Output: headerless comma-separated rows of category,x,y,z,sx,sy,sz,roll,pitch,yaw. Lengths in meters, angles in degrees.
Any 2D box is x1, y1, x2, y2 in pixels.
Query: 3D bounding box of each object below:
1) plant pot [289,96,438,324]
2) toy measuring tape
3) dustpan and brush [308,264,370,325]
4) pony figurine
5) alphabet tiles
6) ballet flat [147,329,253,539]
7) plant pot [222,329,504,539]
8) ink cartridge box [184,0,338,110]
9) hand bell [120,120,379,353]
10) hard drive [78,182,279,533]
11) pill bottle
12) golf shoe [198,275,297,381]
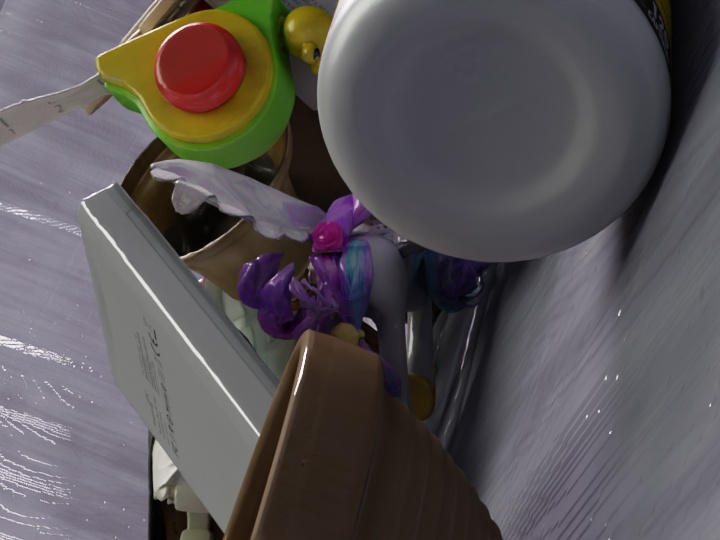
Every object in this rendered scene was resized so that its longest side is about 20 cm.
plant pot,-0.014,-0.086,1.231,0.200,0.174,0.201,-162,90,-86
toy measuring tape,-0.100,-0.067,1.004,0.074,0.199,0.074,-23,-90,-82
dustpan and brush,-0.017,0.052,1.355,0.140,0.057,0.200,59,-175,31
pony figurine,0.000,0.000,0.963,0.193,0.166,0.201,-44,-41,-79
alphabet tiles,-0.071,-0.161,1.091,0.200,0.015,0.196,-46,5,28
ballet flat,-0.074,0.127,1.065,0.068,0.068,0.201,-67,-22,-84
plant pot,-0.005,0.126,0.650,0.201,0.092,0.202,-163,90,-87
ink cartridge box,0.014,-0.169,1.093,0.176,0.084,0.200,-45,0,37
hand bell,-0.028,0.015,1.094,0.104,0.200,0.104,-22,42,21
hard drive,-0.053,0.071,0.905,0.026,0.200,0.132,-28,-36,-19
pill bottle,0.051,-0.098,0.745,0.200,0.112,0.112,-77,6,-57
golf shoe,-0.046,0.044,1.163,0.075,0.091,0.201,-21,-62,-79
